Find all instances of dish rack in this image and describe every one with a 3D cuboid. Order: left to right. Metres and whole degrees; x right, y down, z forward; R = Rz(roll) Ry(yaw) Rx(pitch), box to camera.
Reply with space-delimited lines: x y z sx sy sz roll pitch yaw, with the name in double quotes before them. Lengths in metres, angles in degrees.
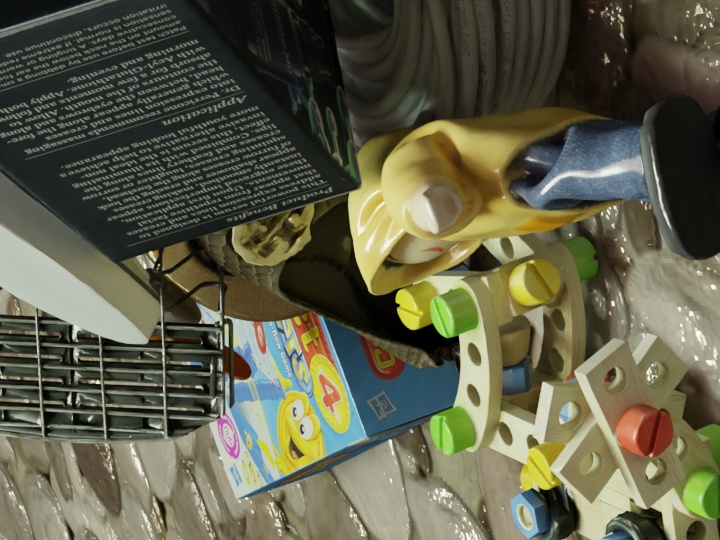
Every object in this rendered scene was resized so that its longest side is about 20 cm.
"dish rack" -0.119 -0.027 1.154 0.055 0.152 0.201 -59 -29 -69

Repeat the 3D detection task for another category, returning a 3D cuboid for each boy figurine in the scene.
"boy figurine" 0.058 -0.028 1.008 0.199 0.124 0.065 -9 93 47

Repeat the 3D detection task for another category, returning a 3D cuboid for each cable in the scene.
"cable" 0.012 -0.142 1.114 0.200 0.069 0.200 57 153 29

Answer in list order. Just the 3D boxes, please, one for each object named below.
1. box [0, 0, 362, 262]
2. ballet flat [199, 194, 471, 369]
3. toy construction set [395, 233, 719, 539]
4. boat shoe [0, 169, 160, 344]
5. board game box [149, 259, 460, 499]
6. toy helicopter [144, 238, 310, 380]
"box" -0.088 -0.112 0.984 0.200 0.107 0.149 46 -149 -65
"ballet flat" 0.000 0.000 1.143 0.046 0.067 0.200 50 -171 35
"toy construction set" 0.086 0.049 1.072 0.200 0.092 0.132 -137 35 -67
"boat shoe" -0.139 -0.044 1.069 0.072 0.066 0.200 5 151 49
"board game box" -0.040 -0.003 1.343 0.201 0.056 0.196 69 157 6
"toy helicopter" -0.097 -0.031 1.227 0.199 0.079 0.133 19 106 16
